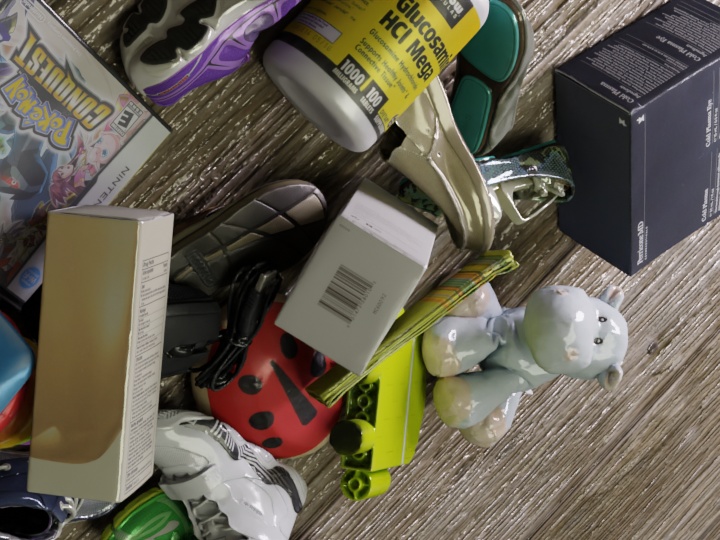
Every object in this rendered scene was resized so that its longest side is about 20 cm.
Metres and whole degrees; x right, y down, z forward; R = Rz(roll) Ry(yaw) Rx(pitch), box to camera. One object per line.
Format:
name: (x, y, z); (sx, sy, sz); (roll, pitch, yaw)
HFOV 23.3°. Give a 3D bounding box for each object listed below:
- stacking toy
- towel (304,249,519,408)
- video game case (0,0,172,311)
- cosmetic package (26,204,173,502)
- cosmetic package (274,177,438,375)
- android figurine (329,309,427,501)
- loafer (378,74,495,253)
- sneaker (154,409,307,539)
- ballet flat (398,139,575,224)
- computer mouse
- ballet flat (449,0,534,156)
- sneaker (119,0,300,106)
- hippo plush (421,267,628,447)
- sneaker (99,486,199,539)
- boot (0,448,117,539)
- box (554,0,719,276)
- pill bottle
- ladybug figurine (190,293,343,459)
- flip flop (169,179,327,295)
stacking toy: (-0.260, 0.094, 1.319); (0.116, 0.110, 0.200); (-51, 152, 4)
towel: (0.042, 0.047, 1.457); (0.200, 0.086, 0.018); (-37, 95, -8)
video game case: (-0.248, -0.087, 1.244); (0.181, 0.025, 0.200); (-50, 141, -5)
cosmetic package: (-0.186, 0.056, 1.254); (0.105, 0.071, 0.202); (-27, 123, -82)
cosmetic package: (0.000, 0.000, 1.424); (0.108, 0.085, 0.200); (-59, 180, 13)
android figurine: (0.019, 0.116, 1.589); (0.200, 0.041, 0.183); (0, 95, -73)
loafer: (0.053, -0.100, 1.472); (0.068, 0.076, 0.201); (-26, 105, -6)
sneaker: (-0.126, 0.199, 1.480); (0.200, 0.075, 0.116); (35, 51, -38)
ballet flat: (0.123, -0.071, 1.580); (0.199, 0.074, 0.075); (-16, 128, -36)
computer mouse: (-0.163, 0.046, 1.358); (0.199, 0.053, 0.139); (8, 128, -28)
ballet flat: (0.115, -0.177, 1.486); (0.064, 0.067, 0.200); (-40, 160, -30)
sneaker: (-0.092, -0.198, 1.298); (0.200, 0.081, 0.084); (-37, 155, -9)
hippo plush: (0.169, 0.087, 1.642); (0.200, 0.160, 0.160); (25, 68, -48)
sneaker: (-0.146, 0.246, 1.540); (0.074, 0.084, 0.200); (-50, 141, 12)
boot: (-0.251, 0.188, 1.390); (0.199, 0.090, 0.073); (12, 109, -48)
box: (0.287, -0.132, 1.681); (0.182, 0.104, 0.201); (-32, 136, -26)
pill bottle: (0.027, -0.199, 1.366); (0.200, 0.112, 0.113); (-48, 141, -7)
ladybug figurine: (-0.073, 0.099, 1.517); (0.136, 0.072, 0.200); (-46, 140, -9)
flip flop: (-0.120, -0.018, 1.403); (0.199, 0.058, 0.081); (-31, 130, -3)
